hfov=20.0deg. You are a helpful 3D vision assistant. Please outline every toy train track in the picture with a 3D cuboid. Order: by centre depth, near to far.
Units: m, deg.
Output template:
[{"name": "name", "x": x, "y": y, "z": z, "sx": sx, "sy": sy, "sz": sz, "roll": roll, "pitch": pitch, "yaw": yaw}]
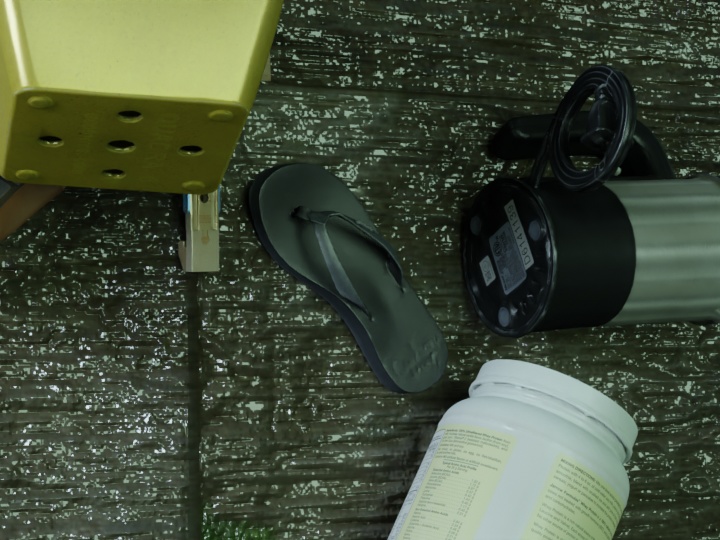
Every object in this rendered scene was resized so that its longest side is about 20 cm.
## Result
[{"name": "toy train track", "x": -0.117, "y": -0.099, "z": 1.407, "sx": 0.115, "sy": 0.033, "sz": 0.200, "roll": -2, "pitch": 92, "yaw": -38}]

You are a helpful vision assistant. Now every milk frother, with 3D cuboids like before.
[{"name": "milk frother", "x": 0.200, "y": -0.049, "z": 1.487, "sx": 0.188, "sy": 0.200, "sz": 0.181, "roll": -3, "pitch": 82, "yaw": -31}]

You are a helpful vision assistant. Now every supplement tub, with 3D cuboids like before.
[{"name": "supplement tub", "x": 0.102, "y": 0.178, "z": 1.436, "sx": 0.145, "sy": 0.145, "sz": 0.200, "roll": 34, "pitch": 69, "yaw": -23}]

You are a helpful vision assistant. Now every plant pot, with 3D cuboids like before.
[{"name": "plant pot", "x": -0.145, "y": -0.155, "z": 1.243, "sx": 0.200, "sy": 0.200, "sz": 0.176, "roll": 4, "pitch": 68, "yaw": -13}]

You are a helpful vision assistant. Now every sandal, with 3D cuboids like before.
[{"name": "sandal", "x": 0.001, "y": 0.000, "z": 1.454, "sx": 0.200, "sy": 0.043, "sz": 0.076, "roll": 50, "pitch": 64, "yaw": -17}]

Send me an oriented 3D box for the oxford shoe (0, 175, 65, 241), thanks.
[{"name": "oxford shoe", "x": -0.224, "y": -0.065, "z": 1.325, "sx": 0.071, "sy": 0.071, "sz": 0.200, "roll": 36, "pitch": 48, "yaw": 15}]
